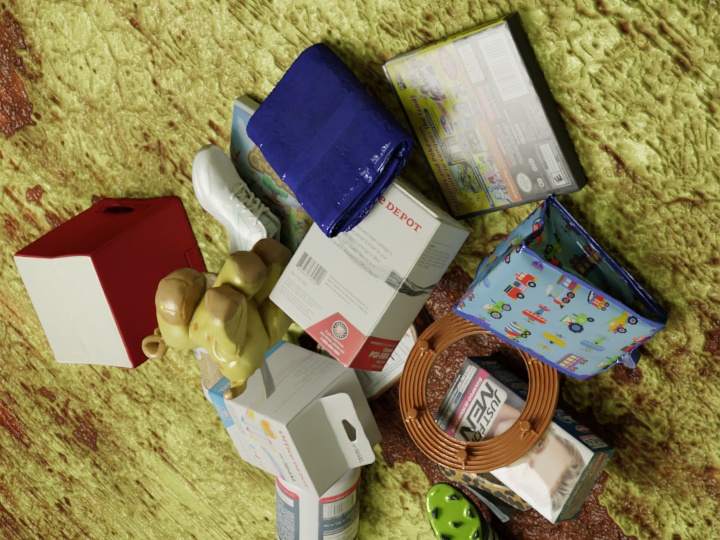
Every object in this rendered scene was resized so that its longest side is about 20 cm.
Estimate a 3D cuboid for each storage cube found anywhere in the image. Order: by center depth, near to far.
[{"bbox_3d":[-0.336,0.017,1.856,0.170,0.180,0.202,1,117,39],"label":"storage cube"}]

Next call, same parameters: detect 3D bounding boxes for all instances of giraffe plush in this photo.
[{"bbox_3d":[-0.182,0.052,1.650,0.161,0.172,0.202,17,120,27],"label":"giraffe plush"}]

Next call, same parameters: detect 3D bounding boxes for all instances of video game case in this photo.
[{"bbox_3d":[0.133,-0.162,1.465,0.180,0.025,0.201,-12,110,43],"label":"video game case"},{"bbox_3d":[-0.091,-0.097,1.677,0.199,0.022,0.183,35,135,27],"label":"video game case"}]

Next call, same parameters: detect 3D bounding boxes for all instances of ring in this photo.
[{"bbox_3d":[0.134,0.135,1.565,0.199,0.202,0.019,16,171,31],"label":"ring"}]

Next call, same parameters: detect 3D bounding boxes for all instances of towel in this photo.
[{"bbox_3d":[-0.035,-0.149,1.524,0.148,0.049,0.200,-49,56,14],"label":"towel"}]

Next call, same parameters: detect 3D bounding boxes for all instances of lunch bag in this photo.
[{"bbox_3d":[0.230,0.042,1.476,0.199,0.094,0.151,38,140,-4],"label":"lunch bag"}]

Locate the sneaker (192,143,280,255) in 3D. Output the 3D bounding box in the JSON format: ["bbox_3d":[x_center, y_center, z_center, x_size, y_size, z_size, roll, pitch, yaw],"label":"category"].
[{"bbox_3d":[-0.143,-0.071,1.685,0.080,0.070,0.202,-6,117,42],"label":"sneaker"}]

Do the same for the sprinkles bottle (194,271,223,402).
[{"bbox_3d":[-0.200,0.096,1.854,0.068,0.068,0.201,20,138,28],"label":"sprinkles bottle"}]

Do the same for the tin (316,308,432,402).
[{"bbox_3d":[0.017,0.099,1.724,0.112,0.042,0.200,46,136,0],"label":"tin"}]

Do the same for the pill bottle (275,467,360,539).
[{"bbox_3d":[-0.060,0.340,1.885,0.119,0.119,0.202,22,129,26],"label":"pill bottle"}]

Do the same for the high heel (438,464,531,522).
[{"bbox_3d":[0.169,0.228,1.656,0.142,0.071,0.200,43,143,3],"label":"high heel"}]

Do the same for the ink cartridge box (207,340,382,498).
[{"bbox_3d":[-0.078,0.192,1.755,0.199,0.125,0.129,16,138,49],"label":"ink cartridge box"}]

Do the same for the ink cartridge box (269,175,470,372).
[{"bbox_3d":[0.010,-0.007,1.542,0.147,0.083,0.201,40,104,30],"label":"ink cartridge box"}]

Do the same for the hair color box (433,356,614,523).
[{"bbox_3d":[0.188,0.195,1.575,0.199,0.060,0.101,36,108,31],"label":"hair color box"}]

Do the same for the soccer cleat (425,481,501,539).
[{"bbox_3d":[0.148,0.353,1.744,0.067,0.081,0.201,-38,100,3],"label":"soccer cleat"}]
